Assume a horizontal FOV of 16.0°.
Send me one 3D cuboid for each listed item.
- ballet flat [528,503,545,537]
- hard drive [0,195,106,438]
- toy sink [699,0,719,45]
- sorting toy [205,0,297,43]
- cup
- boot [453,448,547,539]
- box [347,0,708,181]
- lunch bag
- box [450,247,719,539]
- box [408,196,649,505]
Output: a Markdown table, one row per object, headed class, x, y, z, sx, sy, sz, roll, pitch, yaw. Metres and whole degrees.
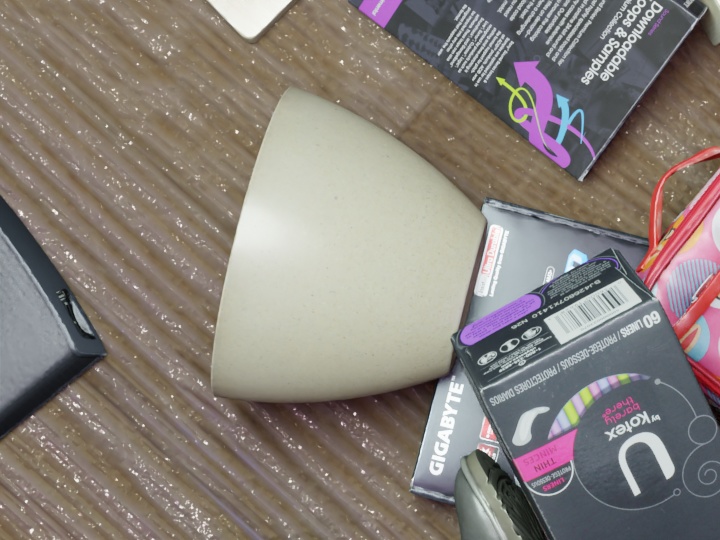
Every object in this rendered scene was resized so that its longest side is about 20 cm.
| class | x | y | z | sx | sy | sz | roll | pitch | yaw |
| --- | --- | --- | --- | --- | --- | --- | --- | --- | --- |
| ballet flat | 0.065 | 0.220 | 1.656 | 0.068 | 0.072 | 0.200 | 39 | 97 | -5 |
| hard drive | -0.277 | 0.013 | 1.706 | 0.135 | 0.042 | 0.200 | -38 | 85 | 1 |
| toy sink | 0.244 | -0.266 | 1.660 | 0.130 | 0.112 | 0.201 | -29 | 90 | 1 |
| sorting toy | -0.074 | -0.294 | 1.700 | 0.199 | 0.070 | 0.200 | -45 | 85 | 0 |
| cup | 0.000 | 0.000 | 1.611 | 0.142 | 0.200 | 0.202 | 15 | 87 | 4 |
| boot | 0.035 | 0.232 | 1.596 | 0.199 | 0.073 | 0.183 | -27 | 87 | 15 |
| box | 0.107 | -0.173 | 1.668 | 0.200 | 0.036 | 0.143 | 39 | 120 | 6 |
| lunch bag | 0.265 | -0.010 | 1.624 | 0.176 | 0.082 | 0.200 | 38 | 85 | 0 |
| box | 0.154 | 0.110 | 1.542 | 0.122 | 0.106 | 0.201 | -28 | 110 | 1 |
| box | 0.132 | 0.068 | 1.677 | 0.158 | 0.046 | 0.202 | 15 | 87 | 4 |
